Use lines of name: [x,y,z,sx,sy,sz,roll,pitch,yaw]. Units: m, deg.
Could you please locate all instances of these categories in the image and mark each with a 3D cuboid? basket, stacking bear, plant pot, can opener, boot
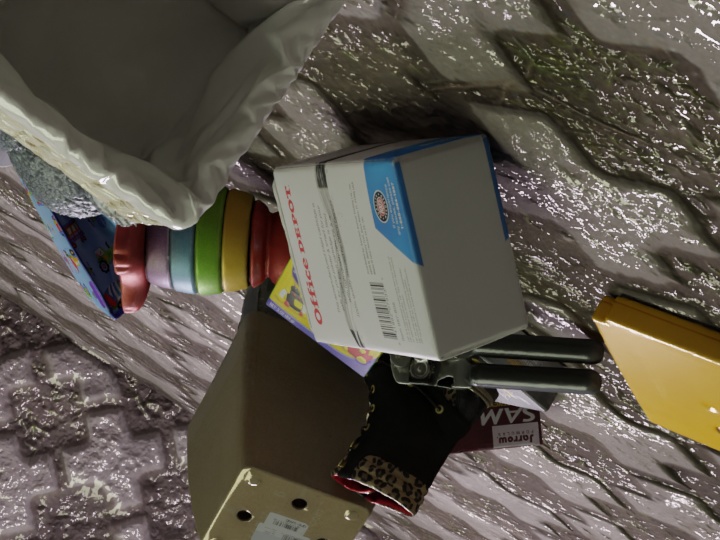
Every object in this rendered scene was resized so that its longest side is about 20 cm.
basket: [-0.150,-0.153,0.972,0.198,0.201,0.161,36,167,-14]
stacking bear: [-0.123,-0.025,1.446,0.199,0.114,0.122,4,150,0]
plant pot: [-0.067,0.197,1.557,0.199,0.178,0.200,21,127,-11]
can opener: [0.122,0.082,1.368,0.199,0.054,0.067,2,172,23]
boot: [0.018,0.137,1.465,0.199,0.151,0.073,21,162,33]

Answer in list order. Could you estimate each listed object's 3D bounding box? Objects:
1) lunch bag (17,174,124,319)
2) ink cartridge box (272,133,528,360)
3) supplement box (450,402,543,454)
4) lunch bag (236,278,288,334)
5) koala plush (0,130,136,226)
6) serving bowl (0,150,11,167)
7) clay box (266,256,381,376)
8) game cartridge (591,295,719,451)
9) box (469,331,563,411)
lunch bag: [-0.293,-0.059,1.568,0.200,0.094,0.150,50,171,-15]
ink cartridge box: [0.025,-0.020,1.141,0.200,0.084,0.145,4,110,62]
supplement box: [0.109,0.166,1.656,0.108,0.061,0.200,-4,175,-17]
lunch bag: [-0.074,0.107,1.707,0.117,0.164,0.200,-28,120,21]
koala plush: [-0.245,-0.123,1.204,0.177,0.184,0.201,14,139,54]
serving bowl: [-0.452,-0.191,1.671,0.199,0.066,0.200,30,-169,-7]
clay box: [0.000,0.000,1.316,0.115,0.048,0.200,36,144,4]
game cartridge: [0.287,0.098,1.226,0.176,0.033,0.200,22,160,35]
box: [0.085,0.066,1.498,0.158,0.048,0.200,40,164,-25]
